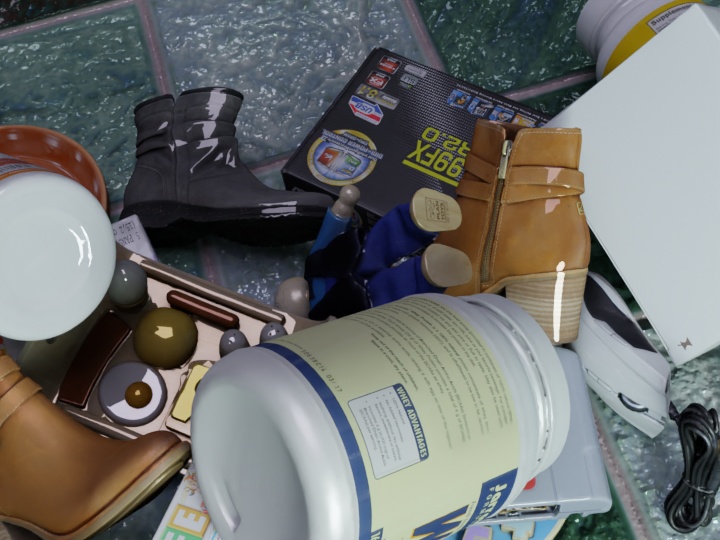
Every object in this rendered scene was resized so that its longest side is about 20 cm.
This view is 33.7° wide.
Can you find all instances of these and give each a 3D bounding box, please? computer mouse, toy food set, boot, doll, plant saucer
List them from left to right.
[{"bbox_3d":[-0.312,-0.038,1.020,0.198,0.032,0.202,-3,58,4],"label":"plant saucer"},{"bbox_3d":[-0.207,0.102,0.779,0.076,0.199,0.156,-25,85,-51],"label":"boot"},{"bbox_3d":[-0.134,0.062,0.856,0.198,0.061,0.144,21,68,7],"label":"toy food set"},{"bbox_3d":[-0.109,-0.091,0.981,0.198,0.070,0.133,1,72,16],"label":"boot"},{"bbox_3d":[0.000,0.000,0.889,0.048,0.199,0.138,0,73,-37],"label":"doll"},{"bbox_3d":[0.083,-0.035,0.891,0.199,0.073,0.156,6,99,34],"label":"boot"},{"bbox_3d":[0.193,0.084,0.859,0.044,0.110,0.201,-19,48,-14],"label":"computer mouse"}]

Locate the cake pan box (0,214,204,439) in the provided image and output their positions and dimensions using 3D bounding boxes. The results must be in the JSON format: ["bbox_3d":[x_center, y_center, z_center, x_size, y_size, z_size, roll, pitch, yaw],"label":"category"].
[{"bbox_3d":[-0.217,0.074,0.909,0.199,0.052,0.185,-23,70,-11],"label":"cake pan box"}]

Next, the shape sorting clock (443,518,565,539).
[{"bbox_3d":[0.060,0.131,0.868,0.198,0.039,0.202,-3,56,4],"label":"shape sorting clock"}]

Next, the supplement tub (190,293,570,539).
[{"bbox_3d":[0.015,0.096,0.715,0.199,0.146,0.145,-16,52,-36],"label":"supplement tub"}]

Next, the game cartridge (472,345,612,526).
[{"bbox_3d":[0.067,0.112,0.836,0.198,0.041,0.134,-4,54,-5],"label":"game cartridge"}]

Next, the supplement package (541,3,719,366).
[{"bbox_3d":[0.253,-0.062,0.857,0.111,0.156,0.201,-13,69,-54],"label":"supplement package"}]

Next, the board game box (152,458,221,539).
[{"bbox_3d":[-0.115,0.213,0.743,0.034,0.135,0.201,16,44,8],"label":"board game box"}]

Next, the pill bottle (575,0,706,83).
[{"bbox_3d":[0.269,-0.157,0.992,0.112,0.113,0.201,-26,57,-11],"label":"pill bottle"}]

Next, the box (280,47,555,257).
[{"bbox_3d":[0.058,-0.092,1.011,0.199,0.044,0.161,26,62,21],"label":"box"}]

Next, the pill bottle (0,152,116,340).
[{"bbox_3d":[-0.263,-0.026,0.844,0.112,0.113,0.199,-43,33,-21],"label":"pill bottle"}]
